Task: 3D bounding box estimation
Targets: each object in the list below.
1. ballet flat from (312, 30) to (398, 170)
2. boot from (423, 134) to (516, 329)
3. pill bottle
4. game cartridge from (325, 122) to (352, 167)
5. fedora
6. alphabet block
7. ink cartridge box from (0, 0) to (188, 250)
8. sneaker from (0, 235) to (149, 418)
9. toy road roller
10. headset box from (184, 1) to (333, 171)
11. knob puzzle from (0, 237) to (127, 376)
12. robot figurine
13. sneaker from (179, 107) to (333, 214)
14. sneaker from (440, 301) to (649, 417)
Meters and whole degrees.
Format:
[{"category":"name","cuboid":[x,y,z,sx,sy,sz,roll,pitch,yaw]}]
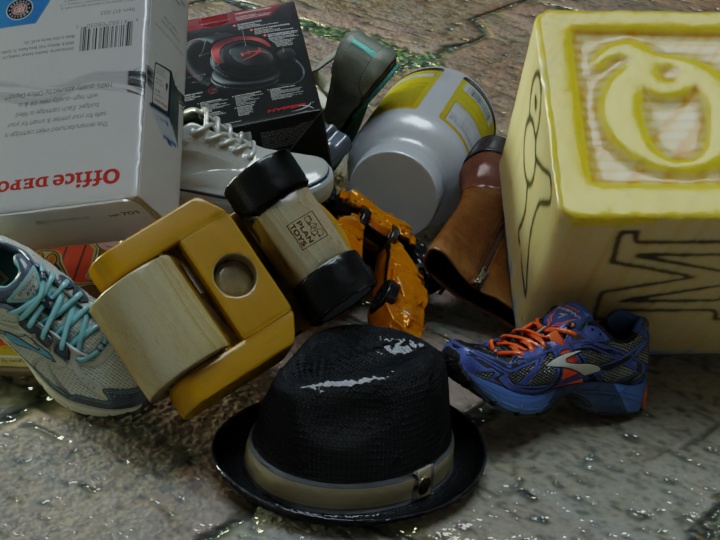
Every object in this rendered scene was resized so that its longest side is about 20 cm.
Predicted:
[{"category":"ballet flat","cuboid":[-0.021,-0.153,1.896,0.064,0.200,0.068,36,60,1]},{"category":"boot","cuboid":[0.154,-0.017,1.756,0.188,0.069,0.200,36,33,-9]},{"category":"pill bottle","cuboid":[0.051,-0.102,1.886,0.111,0.113,0.200,11,25,11]},{"category":"game cartridge","cuboid":[-0.118,-0.106,1.872,0.200,0.042,0.133,31,73,38]},{"category":"fedora","cuboid":[-0.005,0.095,1.463,0.199,0.092,0.201,5,24,-2]},{"category":"alphabet block","cuboid":[0.221,-0.065,1.627,0.195,0.200,0.197,-1,59,-7]},{"category":"ink cartridge box","cuboid":[-0.215,-0.126,1.619,0.145,0.201,0.086,-5,-19,17]},{"category":"sneaker","cuboid":[-0.227,0.035,1.508,0.199,0.086,0.078,30,73,20]},{"category":"toy road roller","cuboid":[-0.095,0.020,1.509,0.199,0.146,0.123,-32,82,-21]},{"category":"headset box","cuboid":[-0.112,-0.149,1.811,0.148,0.075,0.201,-12,39,-3]},{"category":"knob puzzle","cuboid":[-0.191,0.003,1.610,0.218,0.031,0.220,-4,40,3]},{"category":"robot figurine","cuboid":[0.000,0.000,1.682,0.145,0.058,0.200,33,21,-12]},{"category":"sneaker","cuboid":[-0.120,-0.089,1.670,0.198,0.071,0.073,4,36,3]},{"category":"sneaker","cuboid":[0.137,0.059,1.554,0.199,0.079,0.075,2,18,-41]}]
